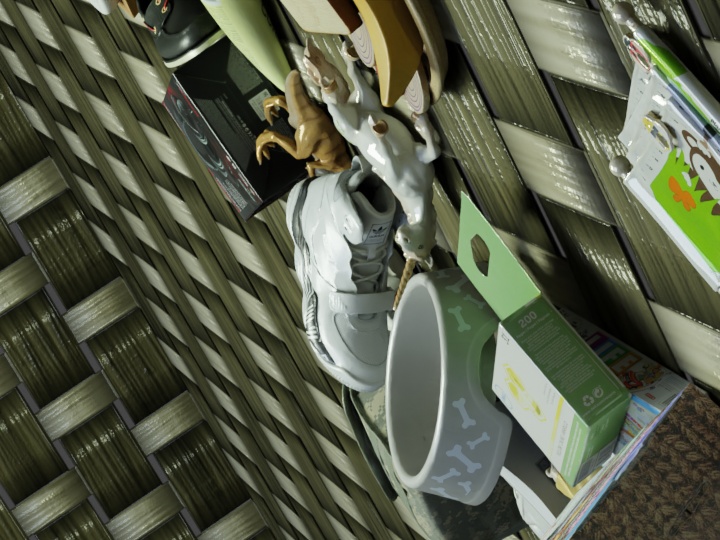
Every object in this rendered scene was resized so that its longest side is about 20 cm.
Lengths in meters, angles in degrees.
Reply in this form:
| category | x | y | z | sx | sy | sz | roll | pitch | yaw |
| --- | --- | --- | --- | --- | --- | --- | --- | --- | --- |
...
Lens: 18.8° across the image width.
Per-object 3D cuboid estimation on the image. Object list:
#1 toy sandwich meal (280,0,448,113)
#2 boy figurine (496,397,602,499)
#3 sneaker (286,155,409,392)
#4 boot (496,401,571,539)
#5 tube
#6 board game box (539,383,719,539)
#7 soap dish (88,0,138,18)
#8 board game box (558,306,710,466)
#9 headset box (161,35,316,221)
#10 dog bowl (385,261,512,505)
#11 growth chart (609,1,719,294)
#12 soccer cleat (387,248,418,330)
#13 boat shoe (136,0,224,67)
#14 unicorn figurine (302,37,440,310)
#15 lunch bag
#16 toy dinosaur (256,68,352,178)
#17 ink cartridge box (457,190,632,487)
| category | x | y | z | sx | sy | sz | roll | pitch | yaw |
| --- | --- | --- | --- | --- | --- | --- | --- | --- | --- |
| toy sandwich meal | -0.013 | -0.196 | 1.595 | 0.205 | 0.070 | 0.205 | 52 | 167 | 18 |
| boy figurine | 0.176 | 0.162 | 1.796 | 0.200 | 0.064 | 0.124 | 57 | 165 | 14 |
| sneaker | 0.000 | 0.000 | 1.893 | 0.115 | 0.075 | 0.201 | -32 | 70 | 55 |
| boot | 0.145 | 0.174 | 1.911 | 0.200 | 0.073 | 0.096 | 53 | 160 | 8 |
| tube | -0.104 | -0.225 | 1.927 | 0.200 | 0.052 | 0.058 | 59 | -146 | -52 |
| board game box | 0.182 | 0.198 | 1.491 | 0.097 | 0.159 | 0.200 | 40 | 149 | 5 |
| soap dish | -0.281 | -0.360 | 2.162 | 0.200 | 0.081 | 0.158 | 45 | 163 | 40 |
| board game box | 0.211 | 0.117 | 1.616 | 0.200 | 0.034 | 0.135 | 35 | 155 | 59 |
| headset box | -0.117 | -0.134 | 2.102 | 0.149 | 0.077 | 0.200 | 55 | 170 | -2 |
| dog bowl | 0.070 | 0.091 | 1.787 | 0.200 | 0.058 | 0.201 | -177 | 90 | -76 |
| growth chart | 0.195 | -0.059 | 1.283 | 0.145 | 0.018 | 0.200 | 50 | 167 | 23 |
| soccer cleat | 0.033 | 0.027 | 1.990 | 0.200 | 0.069 | 0.078 | 32 | 156 | 56 |
| boat shoe | -0.170 | -0.239 | 2.035 | 0.063 | 0.074 | 0.201 | 56 | 179 | -21 |
| unicorn figurine | 0.021 | -0.094 | 1.752 | 0.137 | 0.074 | 0.200 | 77 | 172 | -58 |
| lunch bag | 0.061 | 0.161 | 2.108 | 0.200 | 0.117 | 0.164 | 50 | 168 | 52 |
| toy dinosaur | -0.048 | -0.132 | 1.949 | 0.106 | 0.061 | 0.200 | 7 | 145 | 34 |
| ink cartridge box | 0.118 | 0.053 | 1.624 | 0.200 | 0.048 | 0.146 | 50 | 166 | 18 |
